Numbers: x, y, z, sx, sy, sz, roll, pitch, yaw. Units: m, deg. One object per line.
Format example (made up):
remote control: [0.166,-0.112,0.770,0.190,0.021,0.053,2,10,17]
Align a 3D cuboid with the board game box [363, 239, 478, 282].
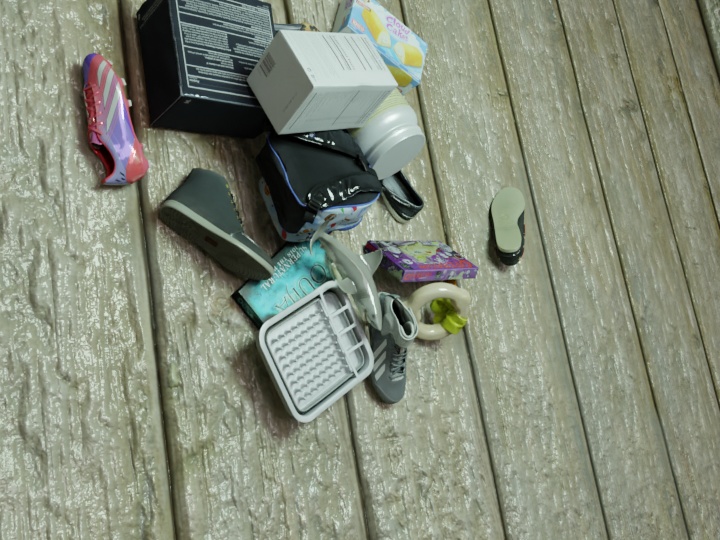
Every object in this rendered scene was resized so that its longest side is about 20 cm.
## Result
board game box: [0.117,-0.020,1.381,0.198,0.033,0.120,-2,34,-41]

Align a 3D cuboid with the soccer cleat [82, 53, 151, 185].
soccer cleat: [-0.374,-0.222,1.069,0.076,0.066,0.202,-22,92,-38]

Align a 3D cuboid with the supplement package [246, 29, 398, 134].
supplement package: [-0.058,-0.298,1.158,0.199,0.114,0.110,-17,71,-47]

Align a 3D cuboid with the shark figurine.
shark figurine: [-0.011,-0.020,1.196,0.215,0.089,0.129,57,8,-29]

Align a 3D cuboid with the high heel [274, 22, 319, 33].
high heel: [-0.100,-0.372,1.342,0.141,0.071,0.202,-8,71,-35]

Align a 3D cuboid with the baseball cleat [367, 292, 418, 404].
baseball cleat: [0.056,0.139,1.244,0.069,0.106,0.203,-19,103,-31]

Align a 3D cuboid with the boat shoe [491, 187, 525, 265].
boat shoe: [0.328,-0.101,1.620,0.063,0.073,0.203,74,19,-49]

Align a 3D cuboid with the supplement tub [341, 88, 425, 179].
supplement tub: [0.013,-0.281,1.327,0.144,0.145,0.201,-21,70,-42]

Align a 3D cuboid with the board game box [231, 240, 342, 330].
board game box: [-0.108,0.031,1.223,0.136,0.028,0.200,52,50,-13]

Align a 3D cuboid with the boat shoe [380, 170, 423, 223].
boat shoe: [0.054,-0.186,1.411,0.074,0.066,0.201,-40,101,-40]

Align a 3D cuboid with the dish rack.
dish rack: [-0.076,0.128,1.172,0.199,0.043,0.173,-33,103,-43]

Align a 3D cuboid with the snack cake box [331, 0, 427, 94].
snack cake box: [0.040,-0.468,1.500,0.199,0.067,0.116,30,58,-29]

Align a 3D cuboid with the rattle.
rattle: [0.098,0.049,1.372,0.197,0.131,0.144,-2,54,-9]

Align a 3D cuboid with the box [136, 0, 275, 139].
box: [-0.240,-0.334,1.179,0.198,0.123,0.201,0,74,-41]

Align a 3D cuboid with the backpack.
backpack: [-0.068,-0.142,1.222,0.189,0.154,0.202,-8,65,-32]

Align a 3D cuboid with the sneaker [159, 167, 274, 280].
sneaker: [-0.203,-0.076,1.141,0.199,0.075,0.107,37,53,-15]
